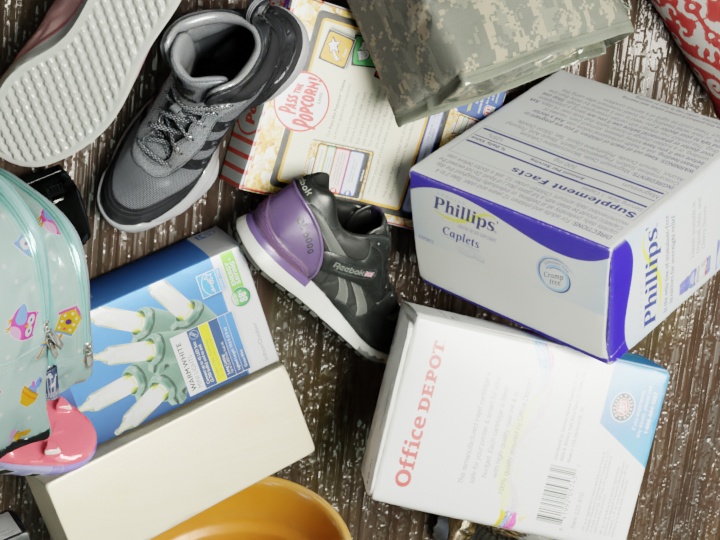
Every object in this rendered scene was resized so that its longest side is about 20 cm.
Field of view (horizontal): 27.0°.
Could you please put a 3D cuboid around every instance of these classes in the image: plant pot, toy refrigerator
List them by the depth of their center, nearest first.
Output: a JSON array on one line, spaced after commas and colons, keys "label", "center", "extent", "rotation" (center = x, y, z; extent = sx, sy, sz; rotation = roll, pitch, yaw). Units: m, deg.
[{"label": "toy refrigerator", "center": [-0.143, 0.141, 1.126], "extent": [0.200, 0.070, 0.076], "rotation": [-26, 106, -23]}, {"label": "plant pot", "center": [-0.094, 0.290, 1.146], "extent": [0.200, 0.200, 0.183], "rotation": [-22, 128, -20]}]

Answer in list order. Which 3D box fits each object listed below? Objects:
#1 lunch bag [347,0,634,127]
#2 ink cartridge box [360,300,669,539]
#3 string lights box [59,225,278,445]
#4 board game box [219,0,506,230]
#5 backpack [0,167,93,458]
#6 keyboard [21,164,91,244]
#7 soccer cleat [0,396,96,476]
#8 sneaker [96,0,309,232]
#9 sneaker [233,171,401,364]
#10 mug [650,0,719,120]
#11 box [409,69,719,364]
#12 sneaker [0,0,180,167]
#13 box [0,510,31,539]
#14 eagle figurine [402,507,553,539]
[{"label": "lunch bag", "center": [0.095, -0.217, 1.101], "extent": [0.200, 0.118, 0.164], "rotation": [-22, 88, -31]}, {"label": "ink cartridge box", "center": [0.112, 0.116, 1.136], "extent": [0.200, 0.085, 0.145], "rotation": [13, 96, -8]}, {"label": "string lights box", "center": [-0.172, 0.056, 1.104], "extent": [0.200, 0.059, 0.103], "rotation": [-25, 115, -17]}, {"label": "board game box", "center": [0.008, -0.117, 1.153], "extent": [0.200, 0.046, 0.152], "rotation": [13, 98, -29]}, {"label": "backpack", "center": [-0.261, 0.011, 0.940], "extent": [0.153, 0.176, 0.200], "rotation": [-34, 145, -33]}, {"label": "keyboard", "center": [-0.292, -0.026, 1.045], "extent": [0.200, 0.040, 0.104], "rotation": [-25, 137, -19]}, {"label": "soccer cleat", "center": [-0.279, 0.117, 1.030], "extent": [0.200, 0.067, 0.077], "rotation": [5, 138, -1]}, {"label": "sneaker", "center": [-0.122, -0.112, 1.035], "extent": [0.075, 0.114, 0.200], "rotation": [43, 94, 10]}, {"label": "sneaker", "center": [0.000, 0.000, 1.139], "extent": [0.088, 0.076, 0.200], "rotation": [-38, 134, 13]}, {"label": "mug", "center": [0.301, -0.245, 1.242], "extent": [0.133, 0.178, 0.200], "rotation": [-30, 117, 25]}, {"label": "box", "center": [0.170, -0.048, 1.139], "extent": [0.200, 0.184, 0.105], "rotation": [-34, 134, -36]}, {"label": "sneaker", "center": [-0.184, -0.164, 1.033], "extent": [0.075, 0.105, 0.200], "rotation": [32, 115, -23]}, {"label": "box", "center": [-0.314, 0.306, 1.110], "extent": [0.198, 0.050, 0.200], "rotation": [-22, 113, -19]}, {"label": "eagle figurine", "center": [0.129, 0.201, 1.278], "extent": [0.152, 0.151, 0.200], "rotation": [-25, 158, 24]}]
